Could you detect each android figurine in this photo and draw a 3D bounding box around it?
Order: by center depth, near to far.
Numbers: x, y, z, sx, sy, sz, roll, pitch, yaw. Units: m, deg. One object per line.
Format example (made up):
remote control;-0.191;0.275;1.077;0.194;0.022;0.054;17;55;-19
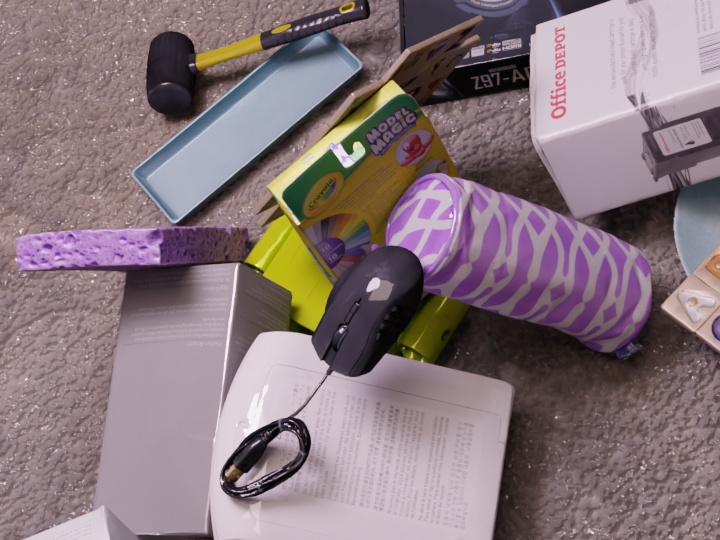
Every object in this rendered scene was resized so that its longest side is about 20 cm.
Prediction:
android figurine;0.000;0.000;1.538;0.181;0.041;0.201;24;73;28

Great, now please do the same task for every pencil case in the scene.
pencil case;0.111;-0.003;1.408;0.085;0.199;0.085;-32;47;44

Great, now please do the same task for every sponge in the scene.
sponge;-0.164;-0.015;1.514;0.110;0.200;0.030;-3;90;16

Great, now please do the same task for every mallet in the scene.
mallet;-0.086;-0.175;1.646;0.198;0.041;0.066;-10;52;23

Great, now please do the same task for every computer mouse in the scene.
computer mouse;-0.029;0.066;1.333;0.058;0.034;0.201;36;91;26

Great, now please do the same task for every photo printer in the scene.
photo printer;-0.003;0.135;1.401;0.198;0.070;0.168;13;67;-7

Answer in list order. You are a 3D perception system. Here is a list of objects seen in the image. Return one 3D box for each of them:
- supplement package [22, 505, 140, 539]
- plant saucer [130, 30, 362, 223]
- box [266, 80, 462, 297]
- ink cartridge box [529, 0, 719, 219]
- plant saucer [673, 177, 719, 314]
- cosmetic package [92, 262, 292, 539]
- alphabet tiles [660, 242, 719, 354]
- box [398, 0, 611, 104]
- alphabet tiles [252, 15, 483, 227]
supplement package;-0.210;0.304;1.377;0.190;0.147;0.201;-23;57;6
plant saucer;-0.090;-0.118;1.647;0.200;0.019;0.070;-41;58;-5
box;0.013;-0.046;1.416;0.117;0.200;0.048;-40;59;-4
ink cartridge box;0.229;-0.136;1.474;0.198;0.084;0.146;-17;38;19
plant saucer;0.324;-0.032;1.447;0.199;0.039;0.203;-8;61;15
cosmetic package;-0.120;0.102;1.472;0.106;0.090;0.202;-2;74;29
alphabet tiles;0.331;0.000;1.397;0.200;0.008;0.167;-46;57;-10
box;0.130;-0.224;1.615;0.198;0.044;0.162;-8;60;15
alphabet tiles;0.005;-0.105;1.453;0.006;0.200;0.166;49;39;8
